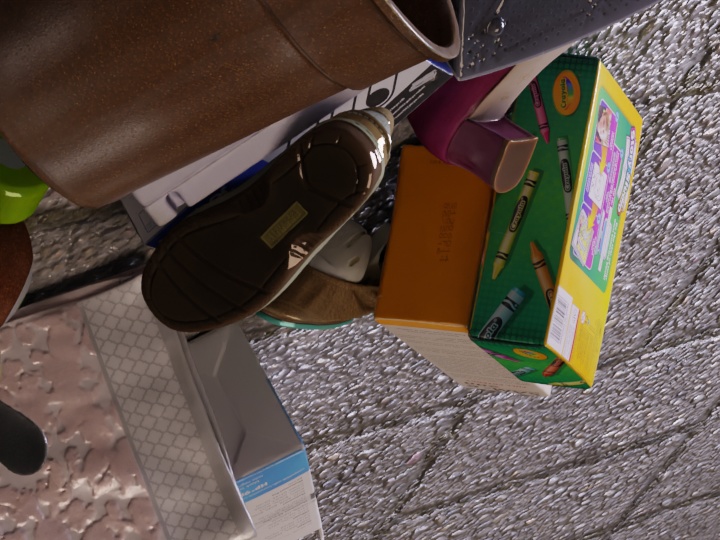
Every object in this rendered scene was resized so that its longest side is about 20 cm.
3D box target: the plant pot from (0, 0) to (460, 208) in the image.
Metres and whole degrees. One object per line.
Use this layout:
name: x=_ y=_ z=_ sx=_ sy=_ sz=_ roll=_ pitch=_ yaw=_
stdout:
plant pot: x=-0.085 y=-0.140 z=1.107 sx=0.197 sy=0.201 sz=0.200 roll=-30 pitch=156 yaw=15

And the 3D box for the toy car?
toy car: x=-0.228 y=0.048 z=1.262 sx=0.157 sy=0.201 sz=0.165 roll=-7 pitch=146 yaw=-41

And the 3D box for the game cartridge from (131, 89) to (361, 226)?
game cartridge: x=-0.066 y=-0.123 z=1.285 sx=0.199 sy=0.038 sz=0.130 roll=-33 pitch=131 yaw=4

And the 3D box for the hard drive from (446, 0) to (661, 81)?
hard drive: x=0.126 y=-0.200 z=1.336 sx=0.199 sy=0.042 sz=0.136 roll=-25 pitch=135 yaw=-29

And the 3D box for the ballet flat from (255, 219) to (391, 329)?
ballet flat: x=0.000 y=0.000 z=1.605 sx=0.199 sy=0.068 sz=0.073 roll=3 pitch=118 yaw=-51

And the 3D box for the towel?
towel: x=-0.182 y=0.117 z=1.460 sx=0.190 sy=0.201 sz=0.032 roll=-21 pitch=-177 yaw=-18

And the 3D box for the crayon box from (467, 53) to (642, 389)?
crayon box: x=0.134 y=-0.032 z=1.543 sx=0.058 sy=0.202 sz=0.119 roll=7 pitch=167 yaw=23

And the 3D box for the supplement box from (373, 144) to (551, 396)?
supplement box: x=0.082 y=0.003 z=1.603 sx=0.073 sy=0.127 sz=0.200 roll=4 pitch=165 yaw=22

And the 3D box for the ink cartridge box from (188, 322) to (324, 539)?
ink cartridge box: x=-0.086 y=0.137 z=1.685 sx=0.066 sy=0.116 sz=0.200 roll=-26 pitch=154 yaw=-10

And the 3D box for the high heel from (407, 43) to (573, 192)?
high heel: x=0.090 y=-0.156 z=1.450 sx=0.067 sy=0.096 sz=0.201 roll=1 pitch=119 yaw=-50

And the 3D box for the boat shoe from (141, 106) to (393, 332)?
boat shoe: x=-0.049 y=-0.031 z=1.376 sx=0.199 sy=0.072 sz=0.076 roll=-33 pitch=-170 yaw=33

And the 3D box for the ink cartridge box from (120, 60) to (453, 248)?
ink cartridge box: x=-0.046 y=-0.083 z=1.411 sx=0.200 sy=0.044 sz=0.094 roll=-40 pitch=152 yaw=19
